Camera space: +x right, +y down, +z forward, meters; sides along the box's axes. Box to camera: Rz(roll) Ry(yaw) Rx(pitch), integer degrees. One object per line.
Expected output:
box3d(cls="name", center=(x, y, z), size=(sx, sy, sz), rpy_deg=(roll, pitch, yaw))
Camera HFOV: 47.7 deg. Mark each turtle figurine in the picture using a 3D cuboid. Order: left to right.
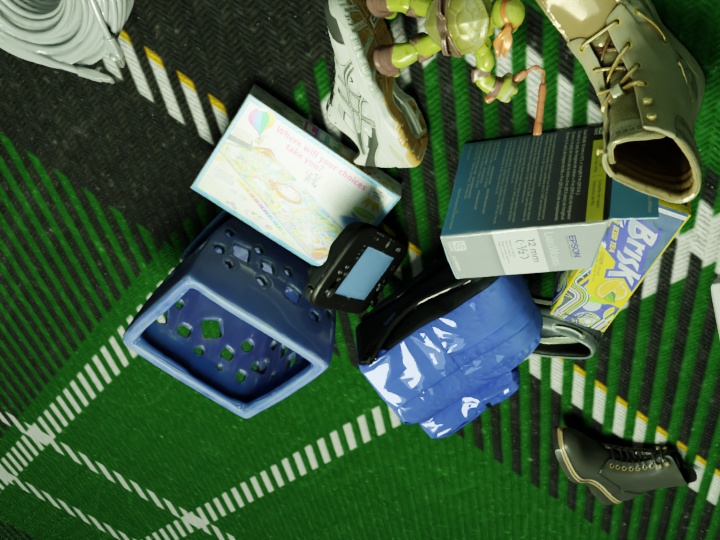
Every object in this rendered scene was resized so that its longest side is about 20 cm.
box3d(cls="turtle figurine", center=(0.081, -0.204, 0.701), size=(0.160, 0.064, 0.202), rpy_deg=(5, 123, 42))

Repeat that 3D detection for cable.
box3d(cls="cable", center=(-0.320, -0.296, 0.799), size=(0.197, 0.070, 0.201), rpy_deg=(14, 138, 7))

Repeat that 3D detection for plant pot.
box3d(cls="plant pot", center=(-0.143, 0.036, 1.008), size=(0.199, 0.181, 0.200), rpy_deg=(35, 138, -18))

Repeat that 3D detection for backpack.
box3d(cls="backpack", center=(0.112, 0.075, 0.940), size=(0.199, 0.163, 0.168), rpy_deg=(-37, 109, 8))

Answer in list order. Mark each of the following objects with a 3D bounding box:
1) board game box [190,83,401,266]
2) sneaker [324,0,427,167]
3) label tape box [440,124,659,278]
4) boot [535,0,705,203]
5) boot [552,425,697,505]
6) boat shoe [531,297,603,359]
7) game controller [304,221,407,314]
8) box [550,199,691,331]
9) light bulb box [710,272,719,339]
box3d(cls="board game box", center=(-0.071, -0.095, 0.916), size=(0.199, 0.034, 0.135), rpy_deg=(33, 118, -15))
box3d(cls="sneaker", center=(-0.005, -0.178, 0.801), size=(0.087, 0.076, 0.201), rpy_deg=(-2, 133, 29))
box3d(cls="label tape box", center=(0.189, -0.069, 0.790), size=(0.198, 0.144, 0.066), rpy_deg=(-3, 135, 24))
box3d(cls="boot", center=(0.211, -0.160, 0.672), size=(0.199, 0.156, 0.073), rpy_deg=(39, 137, -20))
box3d(cls="boot", center=(0.370, 0.259, 1.147), size=(0.137, 0.078, 0.199), rpy_deg=(-23, 138, 33))
box3d(cls="boat shoe", center=(0.198, 0.074, 1.008), size=(0.197, 0.062, 0.073), rpy_deg=(1, 137, 20))
box3d(cls="game controller", center=(0.000, 0.000, 0.920), size=(0.104, 0.200, 0.042), rpy_deg=(-46, 74, 8))
box3d(cls="box", center=(0.273, -0.024, 0.870), size=(0.069, 0.065, 0.201), rpy_deg=(18, 139, 1))
box3d(cls="light bulb box", center=(0.469, 0.086, 0.800), size=(0.196, 0.124, 0.203), rpy_deg=(-10, 94, 31))
